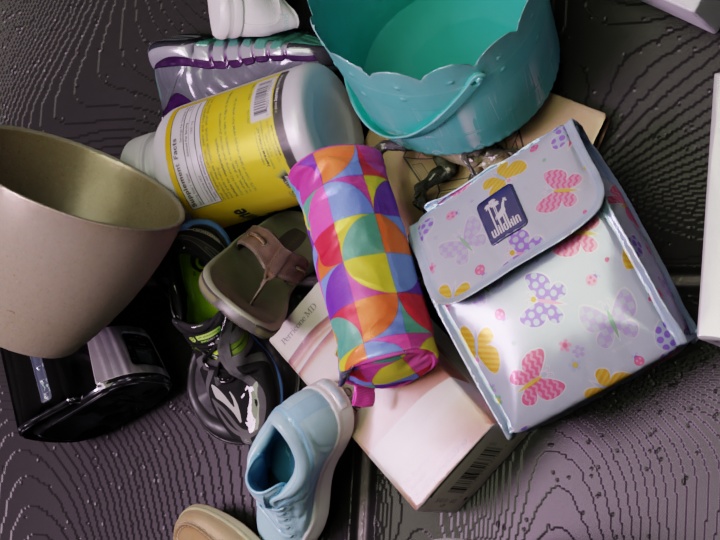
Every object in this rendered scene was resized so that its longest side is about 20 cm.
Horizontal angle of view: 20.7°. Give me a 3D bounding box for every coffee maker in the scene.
[{"bbox_3d":[-0.274,0.051,1.787,0.192,0.134,0.202,-37,64,45],"label":"coffee maker"}]

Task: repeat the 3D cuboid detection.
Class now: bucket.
[{"bbox_3d":[0.064,-0.203,1.602,0.205,0.135,0.209,-9,57,14],"label":"bucket"}]

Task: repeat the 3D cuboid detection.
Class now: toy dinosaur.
[{"bbox_3d":[0.056,-0.102,1.652,0.199,0.047,0.088,35,82,28],"label":"toy dinosaur"}]

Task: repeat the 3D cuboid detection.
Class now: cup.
[{"bbox_3d":[-0.259,-0.014,1.624,0.199,0.200,0.144,29,108,27],"label":"cup"}]

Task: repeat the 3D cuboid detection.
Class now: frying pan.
[{"bbox_3d":[-0.119,0.061,1.750,0.114,0.031,0.192,-24,75,21],"label":"frying pan"}]

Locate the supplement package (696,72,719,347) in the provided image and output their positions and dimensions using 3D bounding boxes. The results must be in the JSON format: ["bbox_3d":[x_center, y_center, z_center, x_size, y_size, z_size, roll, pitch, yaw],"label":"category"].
[{"bbox_3d":[0.330,-0.039,1.486,0.120,0.120,0.202,3,83,25],"label":"supplement package"}]

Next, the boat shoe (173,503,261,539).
[{"bbox_3d":[-0.099,0.280,1.671,0.200,0.062,0.074,44,133,24],"label":"boat shoe"}]

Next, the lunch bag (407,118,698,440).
[{"bbox_3d":[0.145,0.007,1.553,0.169,0.127,0.201,-29,80,15],"label":"lunch bag"}]

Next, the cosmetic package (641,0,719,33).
[{"bbox_3d":[0.219,-0.283,1.608,0.199,0.071,0.102,28,95,27],"label":"cosmetic package"}]

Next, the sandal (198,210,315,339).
[{"bbox_3d":[-0.075,-0.011,1.645,0.079,0.201,0.058,34,122,-1],"label":"sandal"}]

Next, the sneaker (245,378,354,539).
[{"bbox_3d":[-0.069,0.172,1.631,0.074,0.081,0.201,44,138,30],"label":"sneaker"}]

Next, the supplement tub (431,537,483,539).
[{"bbox_3d":[0.100,0.277,1.507,0.139,0.200,0.142,-4,80,26],"label":"supplement tub"}]

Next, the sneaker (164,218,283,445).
[{"bbox_3d":[-0.125,0.058,1.677,0.070,0.083,0.202,-15,98,23],"label":"sneaker"}]

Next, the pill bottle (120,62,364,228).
[{"bbox_3d":[-0.105,-0.099,1.705,0.198,0.112,0.114,-15,75,29],"label":"pill bottle"}]

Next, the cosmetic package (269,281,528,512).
[{"bbox_3d":[0.032,0.094,1.633,0.200,0.087,0.104,46,104,25],"label":"cosmetic package"}]

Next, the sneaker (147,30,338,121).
[{"bbox_3d":[-0.096,-0.166,1.762,0.198,0.074,0.089,3,105,30],"label":"sneaker"}]

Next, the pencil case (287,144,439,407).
[{"bbox_3d":[0.000,0.000,1.574,0.088,0.088,0.202,-22,66,22],"label":"pencil case"}]

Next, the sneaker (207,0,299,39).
[{"bbox_3d":[-0.097,-0.285,1.774,0.087,0.076,0.202,0,55,-13],"label":"sneaker"}]

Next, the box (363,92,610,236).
[{"bbox_3d":[0.093,-0.090,1.669,0.199,0.021,0.165,25,94,28],"label":"box"}]
